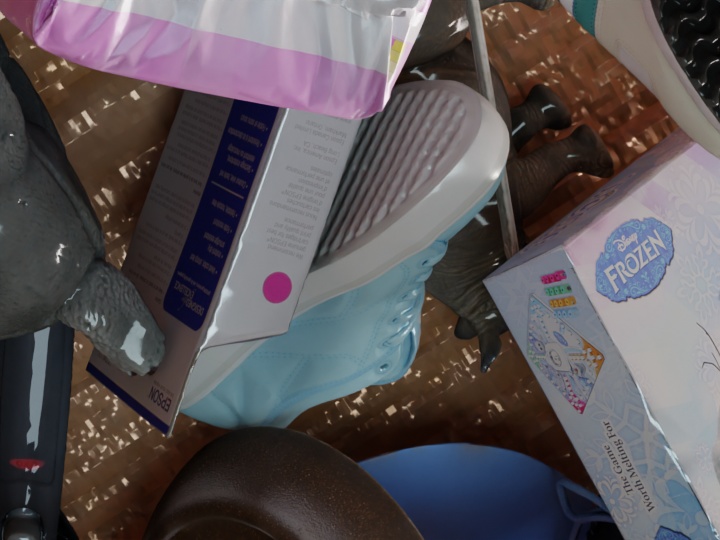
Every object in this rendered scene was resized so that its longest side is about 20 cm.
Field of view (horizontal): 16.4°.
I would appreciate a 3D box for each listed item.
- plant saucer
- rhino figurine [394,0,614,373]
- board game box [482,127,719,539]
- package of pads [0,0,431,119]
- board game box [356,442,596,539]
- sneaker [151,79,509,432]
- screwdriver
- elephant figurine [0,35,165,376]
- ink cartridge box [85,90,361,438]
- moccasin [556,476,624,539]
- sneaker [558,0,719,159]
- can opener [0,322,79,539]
[{"bbox_3d":[-0.030,0.159,0.932,0.032,0.200,0.201,-12,119,-40],"label":"plant saucer"},{"bbox_3d":[0.045,-0.038,0.943,0.087,0.060,0.200,-26,114,-9],"label":"rhino figurine"},{"bbox_3d":[0.155,0.044,0.920,0.200,0.043,0.199,-35,99,-48],"label":"board game box"},{"bbox_3d":[-0.066,-0.113,0.801,0.120,0.200,0.076,13,104,-25],"label":"package of pads"},{"bbox_3d":[0.014,0.151,1.035,0.158,0.039,0.200,3,115,-25],"label":"board game box"},{"bbox_3d":[0.000,0.000,0.915,0.082,0.074,0.200,25,140,-29],"label":"sneaker"},{"bbox_3d":[0.042,-0.101,0.881,0.029,0.028,0.201,-16,81,18],"label":"screwdriver"},{"bbox_3d":[-0.199,-0.010,0.849,0.200,0.155,0.142,-30,135,-1],"label":"elephant figurine"},{"bbox_3d":[-0.038,-0.043,0.876,0.037,0.095,0.200,20,93,-26],"label":"ink cartridge box"},{"bbox_3d":[0.118,0.080,0.988,0.068,0.080,0.200,37,67,-51],"label":"moccasin"},{"bbox_3d":[0.082,-0.121,0.841,0.070,0.093,0.200,-41,102,-20],"label":"sneaker"},{"bbox_3d":[-0.128,0.066,0.937,0.078,0.063,0.201,4,112,-18],"label":"can opener"}]
